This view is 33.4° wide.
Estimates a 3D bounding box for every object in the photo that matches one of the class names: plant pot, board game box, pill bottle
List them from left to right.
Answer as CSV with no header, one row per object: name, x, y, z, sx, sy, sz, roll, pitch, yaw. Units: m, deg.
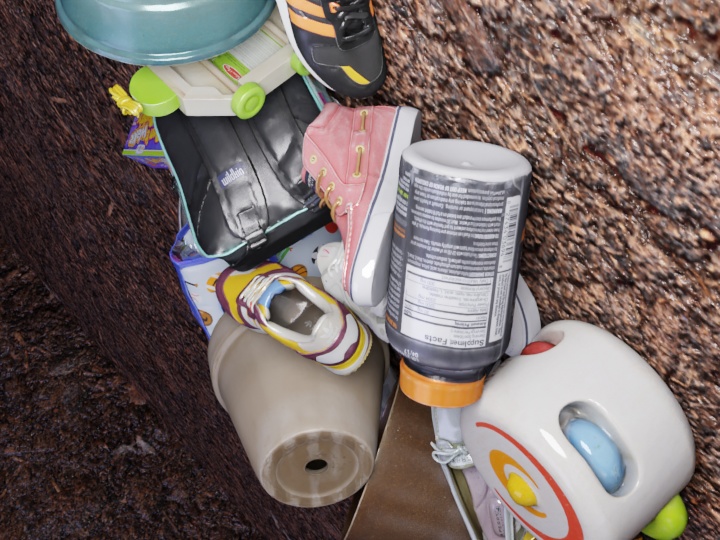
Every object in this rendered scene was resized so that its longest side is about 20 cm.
plant pot,-0.169,-0.312,0.990,0.200,0.199,0.198,41,150,29
board game box,-0.193,-0.182,1.323,0.044,0.137,0.199,20,175,-28
plant pot,-0.056,0.139,1.238,0.175,0.197,0.202,-102,-5,-48
pill bottle,0.074,0.006,0.959,0.106,0.105,0.203,30,122,47
plant pot,0.101,0.241,1.300,0.197,0.189,0.187,21,157,1

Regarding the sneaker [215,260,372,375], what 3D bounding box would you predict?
sneaker,-0.079,0.027,1.143,0.198,0.076,0.090,23,168,37

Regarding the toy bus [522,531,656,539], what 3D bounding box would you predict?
toy bus,0.231,0.302,1.203,0.202,0.135,0.192,57,170,-7

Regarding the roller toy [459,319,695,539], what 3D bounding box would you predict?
roller toy,0.177,0.149,1.029,0.199,0.139,0.184,34,153,43

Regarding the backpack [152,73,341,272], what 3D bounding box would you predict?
backpack,-0.099,-0.121,1.152,0.202,0.174,0.153,62,-169,9

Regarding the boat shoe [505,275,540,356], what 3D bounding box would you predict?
boat shoe,0.101,0.009,1.069,0.071,0.070,0.202,27,148,50

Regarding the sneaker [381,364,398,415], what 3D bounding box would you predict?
sneaker,-0.001,0.101,1.449,0.202,0.075,0.115,56,162,-2

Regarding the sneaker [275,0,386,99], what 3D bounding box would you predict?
sneaker,-0.025,-0.224,0.960,0.090,0.070,0.202,23,143,60

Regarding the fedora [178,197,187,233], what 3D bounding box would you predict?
fedora,-0.141,-0.069,1.409,0.089,0.178,0.202,15,141,10

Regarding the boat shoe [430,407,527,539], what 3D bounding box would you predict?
boat shoe,0.116,0.199,1.169,0.073,0.065,0.205,-7,114,25

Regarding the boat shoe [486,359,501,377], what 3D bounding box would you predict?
boat shoe,0.129,0.109,1.193,0.092,0.075,0.201,38,164,22

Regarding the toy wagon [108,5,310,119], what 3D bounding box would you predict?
toy wagon,-0.134,-0.194,1.067,0.155,0.199,0.040,42,160,26

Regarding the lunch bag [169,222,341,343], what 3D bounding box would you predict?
lunch bag,-0.099,-0.008,1.305,0.123,0.199,0.172,33,152,43

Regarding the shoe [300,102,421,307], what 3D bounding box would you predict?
shoe,-0.009,-0.059,0.998,0.089,0.202,0.072,7,144,10

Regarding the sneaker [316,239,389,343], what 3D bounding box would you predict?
sneaker,0.000,0.000,1.114,0.098,0.079,0.201,27,157,13
